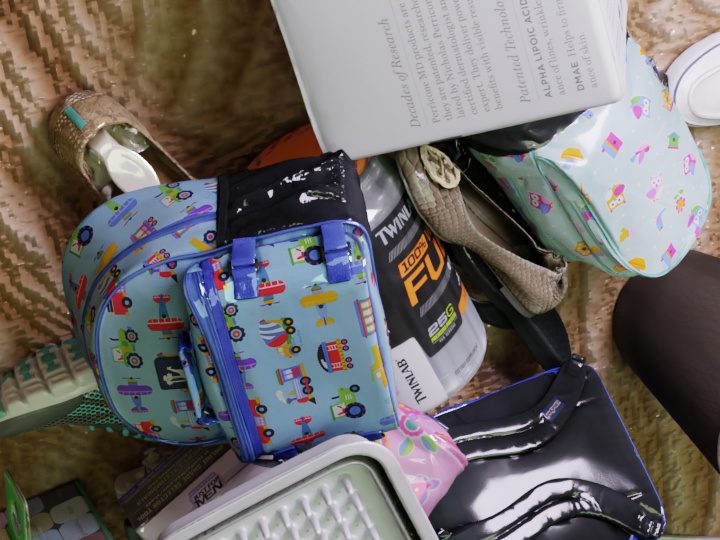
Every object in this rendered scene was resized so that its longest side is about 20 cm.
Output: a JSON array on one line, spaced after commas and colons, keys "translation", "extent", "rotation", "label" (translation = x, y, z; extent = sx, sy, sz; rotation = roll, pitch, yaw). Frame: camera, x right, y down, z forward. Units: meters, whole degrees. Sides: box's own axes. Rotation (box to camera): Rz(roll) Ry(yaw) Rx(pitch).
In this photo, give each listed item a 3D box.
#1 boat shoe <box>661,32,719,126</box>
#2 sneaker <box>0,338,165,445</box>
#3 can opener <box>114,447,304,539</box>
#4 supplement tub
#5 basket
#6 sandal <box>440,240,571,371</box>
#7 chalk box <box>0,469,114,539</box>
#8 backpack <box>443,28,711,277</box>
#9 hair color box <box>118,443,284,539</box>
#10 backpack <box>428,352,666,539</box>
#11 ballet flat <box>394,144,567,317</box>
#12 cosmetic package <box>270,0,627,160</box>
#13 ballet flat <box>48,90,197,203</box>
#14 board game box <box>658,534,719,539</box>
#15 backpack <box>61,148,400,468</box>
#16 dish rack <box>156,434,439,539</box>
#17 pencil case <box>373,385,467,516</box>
[{"translation": [0.332, -0.157, 1.306], "extent": [0.198, 0.065, 0.074], "rotation": [-21, 116, -17], "label": "boat shoe"}, {"translation": [-0.163, 0.087, 1.151], "extent": [0.198, 0.078, 0.092], "rotation": [-20, 112, -1], "label": "sneaker"}, {"translation": [-0.089, 0.143, 1.233], "extent": [0.198, 0.053, 0.067], "rotation": [-21, 112, -17], "label": "can opener"}, {"translation": [0.000, 0.000, 1.181], "extent": [0.122, 0.122, 0.201], "rotation": [-35, 119, -9], "label": "supplement tub"}, {"translation": [0.294, 0.067, 1.294], "extent": [0.180, 0.200, 0.137], "rotation": [-36, 119, -9], "label": "basket"}, {"translation": [0.098, 0.013, 1.264], "extent": [0.048, 0.076, 0.201], "rotation": [-23, 125, 22], "label": "sandal"}, {"translation": [-0.224, 0.240, 1.167], "extent": [0.123, 0.124, 0.202], "rotation": [-22, 115, -16], "label": "chalk box"}, {"translation": [0.167, -0.083, 1.220], "extent": [0.167, 0.126, 0.200], "rotation": [-46, 125, -14], "label": "backpack"}, {"translation": [-0.068, 0.206, 1.192], "extent": [0.109, 0.065, 0.201], "rotation": [-40, 115, -8], "label": "hair color box"}, {"translation": [0.105, 0.191, 1.267], "extent": [0.198, 0.163, 0.168], "rotation": [-16, 152, -22], "label": "backpack"}, {"translation": [0.091, -0.033, 1.180], "extent": [0.046, 0.068, 0.200], "rotation": [-24, 133, 27], "label": "ballet flat"}, {"translation": [0.058, -0.193, 1.069], "extent": [0.198, 0.165, 0.166], "rotation": [-11, 118, 17], "label": "cosmetic package"}, {"translation": [-0.135, -0.041, 1.137], "extent": [0.071, 0.065, 0.200], "rotation": [-48, 120, 1], "label": "ballet flat"}, {"translation": [0.260, 0.333, 1.476], "extent": [0.198, 0.026, 0.202], "rotation": [7, 105, -27], "label": "board game box"}, {"translation": [-0.085, 0.032, 1.039], "extent": [0.198, 0.135, 0.184], "rotation": [-9, 124, -3], "label": "backpack"}, {"translation": [-0.029, 0.200, 1.041], "extent": [0.171, 0.044, 0.201], "rotation": [-27, 121, -1], "label": "dish rack"}, {"translation": [-0.013, 0.176, 1.129], "extent": [0.087, 0.087, 0.200], "rotation": [41, 86, -30], "label": "pencil case"}]
